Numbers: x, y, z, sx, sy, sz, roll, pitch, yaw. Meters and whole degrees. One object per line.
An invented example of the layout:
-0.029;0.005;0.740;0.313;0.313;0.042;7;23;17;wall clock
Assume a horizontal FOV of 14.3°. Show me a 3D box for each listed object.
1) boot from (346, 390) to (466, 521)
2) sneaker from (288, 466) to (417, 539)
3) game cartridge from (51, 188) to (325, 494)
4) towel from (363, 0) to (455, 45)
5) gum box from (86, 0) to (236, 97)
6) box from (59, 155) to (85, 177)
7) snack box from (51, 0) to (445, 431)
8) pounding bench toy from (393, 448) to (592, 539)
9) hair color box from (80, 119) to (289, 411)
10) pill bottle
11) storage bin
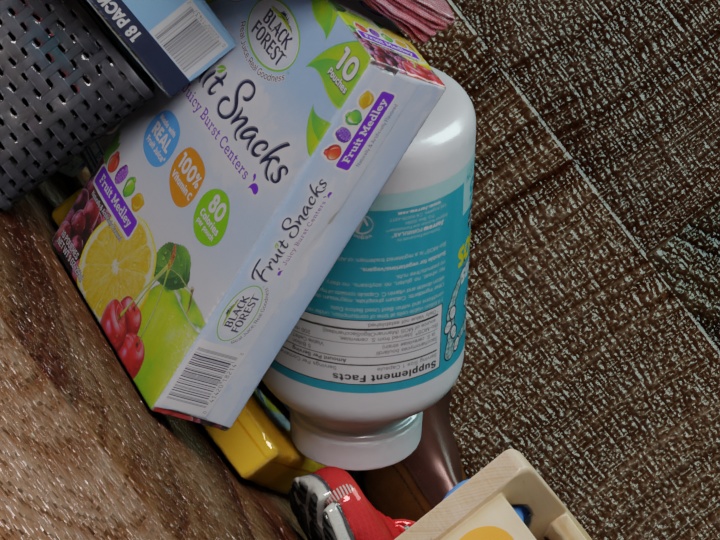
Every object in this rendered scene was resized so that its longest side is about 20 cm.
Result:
0.060;0.137;1.615;0.068;0.189;0.200;-8;42;-37;boot
0.030;0.149;1.516;0.077;0.085;0.200;52;1;41;sneaker
-0.085;0.042;1.543;0.176;0.032;0.200;53;1;11;game cartridge
-0.039;-0.197;1.318;0.144;0.023;0.200;27;29;-41;towel
-0.151;-0.194;1.340;0.170;0.045;0.200;50;2;-43;gum box
-0.175;-0.086;1.604;0.039;0.041;0.200;52;1;5;box
-0.057;-0.048;1.345;0.053;0.200;0.142;17;25;-39;snack box
0.086;0.199;1.345;0.156;0.124;0.200;53;2;34;pounding bench toy
-0.067;-0.005;1.550;0.200;0.060;0.100;50;3;-33;hair color box
0.000;0.000;1.451;0.111;0.110;0.201;-125;-149;-52;pill bottle
-0.196;-0.142;1.353;0.200;0.094;0.135;51;2;-19;storage bin
